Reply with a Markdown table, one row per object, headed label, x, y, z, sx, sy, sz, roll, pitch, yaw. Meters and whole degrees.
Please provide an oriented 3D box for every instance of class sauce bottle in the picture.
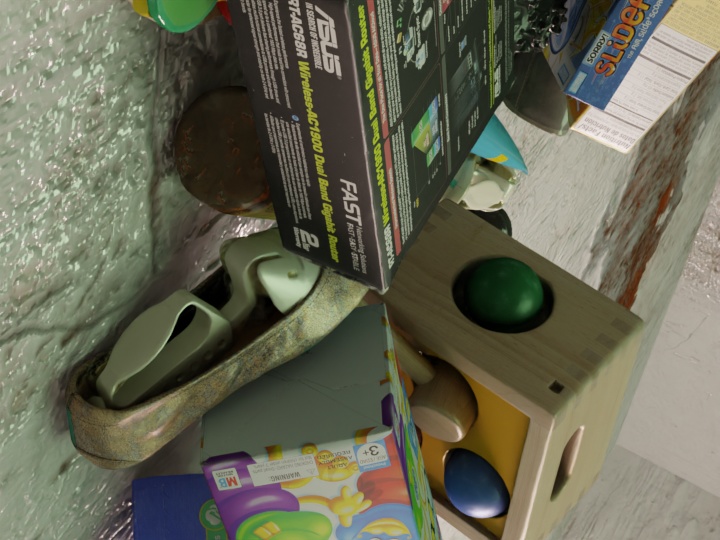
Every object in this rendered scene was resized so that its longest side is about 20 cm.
| label | x | y | z | sx | sy | sz | roll | pitch | yaw |
| --- | --- | --- | --- | --- | --- | --- | --- | --- | --- |
| sauce bottle | -0.033 | -0.059 | 0.746 | 0.067 | 0.065 | 0.200 | -67 | 163 | 9 |

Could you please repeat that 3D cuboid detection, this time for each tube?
| label | x | y | z | sx | sy | sz | roll | pitch | yaw |
| --- | --- | --- | --- | --- | --- | --- | --- | --- | --- |
| tube | 0.071 | -0.112 | 0.971 | 0.050 | 0.078 | 0.200 | -40 | 162 | 13 |

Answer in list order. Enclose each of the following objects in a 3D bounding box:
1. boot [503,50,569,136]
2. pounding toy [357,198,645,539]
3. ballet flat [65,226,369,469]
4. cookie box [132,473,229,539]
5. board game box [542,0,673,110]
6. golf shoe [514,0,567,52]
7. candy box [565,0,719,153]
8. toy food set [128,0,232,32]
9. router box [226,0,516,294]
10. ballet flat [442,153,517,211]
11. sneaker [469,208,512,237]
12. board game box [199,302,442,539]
| label | x | y | z | sx | sy | sz | roll | pitch | yaw |
| --- | --- | --- | --- | --- | --- | --- | --- | --- | --- |
| boot | 0.178 | -0.202 | 1.059 | 0.182 | 0.072 | 0.202 | -114 | -135 | -66 |
| pounding toy | 0.054 | 0.059 | 0.844 | 0.142 | 0.183 | 0.202 | -38 | 149 | -35 |
| ballet flat | -0.068 | 0.024 | 0.702 | 0.200 | 0.068 | 0.068 | -41 | 142 | -18 |
| cookie box | -0.085 | 0.239 | 0.853 | 0.201 | 0.074 | 0.173 | 78 | 5 | -63 |
| board game box | 0.164 | -0.214 | 0.929 | 0.136 | 0.034 | 0.201 | -60 | -159 | 26 |
| golf shoe | 0.071 | -0.167 | 0.843 | 0.200 | 0.094 | 0.078 | -47 | 150 | -41 |
| candy box | 0.211 | -0.190 | 0.915 | 0.200 | 0.055 | 0.116 | -53 | -156 | 42 |
| toy food set | -0.041 | -0.189 | 0.566 | 0.200 | 0.048 | 0.200 | -36 | 147 | -57 |
| router box | 0.013 | -0.109 | 0.621 | 0.151 | 0.062 | 0.201 | -58 | 158 | -28 |
| ballet flat | 0.088 | -0.071 | 1.071 | 0.070 | 0.069 | 0.200 | -68 | 162 | 12 |
| sneaker | 0.055 | 0.037 | 1.124 | 0.201 | 0.060 | 0.104 | -59 | 166 | 19 |
| board game box | -0.014 | 0.136 | 0.774 | 0.104 | 0.103 | 0.202 | -94 | 171 | -53 |
